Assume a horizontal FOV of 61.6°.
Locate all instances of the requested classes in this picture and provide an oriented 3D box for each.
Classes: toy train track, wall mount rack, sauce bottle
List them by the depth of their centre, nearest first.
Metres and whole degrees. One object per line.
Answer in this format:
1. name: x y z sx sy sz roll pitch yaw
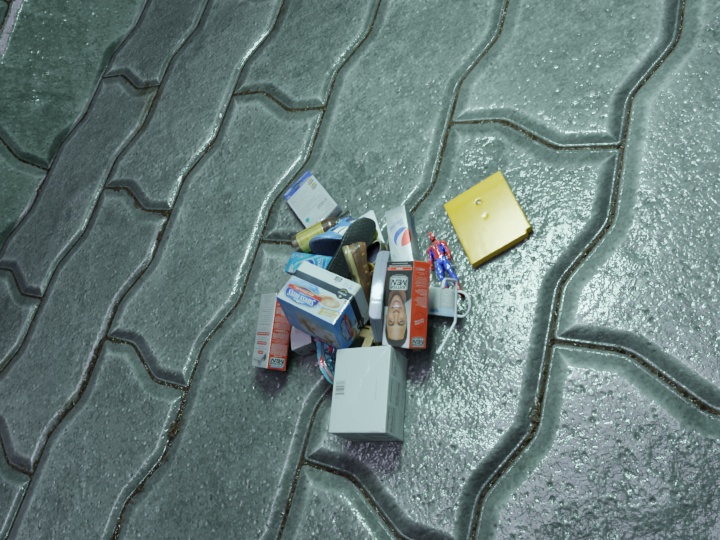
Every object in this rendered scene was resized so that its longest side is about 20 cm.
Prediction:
1. wall mount rack: 0.174 0.106 1.471 0.198 0.073 0.179 3 91 52
2. toy train track: 0.067 0.181 1.548 0.195 0.033 0.116 9 55 28
3. sauce bottle: -0.106 -0.113 1.759 0.196 0.065 0.066 -25 56 16

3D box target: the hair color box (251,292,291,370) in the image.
1. hair color box: -0.242 0.170 1.676 0.110 0.063 0.206 -7 73 57

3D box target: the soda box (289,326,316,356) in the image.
1. soda box: -0.158 0.130 1.691 0.067 0.064 0.204 -21 57 20

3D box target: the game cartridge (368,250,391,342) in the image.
1. game cartridge: 0.052 0.060 1.533 0.040 0.134 0.204 0 55 13

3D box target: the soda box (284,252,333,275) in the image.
1. soda box: -0.125 -0.002 1.707 0.197 0.067 0.066 7 69 47

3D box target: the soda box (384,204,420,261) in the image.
1. soda box: 0.116 -0.069 1.616 0.062 0.068 0.205 -19 58 22

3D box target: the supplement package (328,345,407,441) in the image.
1. supplement package: 0.021 0.301 1.467 0.152 0.111 0.205 -8 63 27

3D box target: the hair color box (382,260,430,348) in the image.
1. hair color box: 0.110 0.082 1.456 0.100 0.060 0.206 -2 84 51

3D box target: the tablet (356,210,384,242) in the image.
1. tablet: -0.029 -0.078 1.744 0.197 0.014 0.132 -30 55 17

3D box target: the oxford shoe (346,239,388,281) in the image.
1. oxford shoe: 0.000 0.000 1.643 0.070 0.074 0.203 31 86 20

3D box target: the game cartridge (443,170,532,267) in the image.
1. game cartridge: 0.324 -0.132 1.545 0.174 0.032 0.204 -30 57 16

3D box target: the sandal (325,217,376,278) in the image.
1. sandal: -0.033 -0.059 1.622 0.202 0.075 0.048 -54 19 -5

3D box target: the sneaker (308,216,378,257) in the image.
1. sneaker: -0.051 -0.097 1.693 0.194 0.075 0.083 -13 46 -5

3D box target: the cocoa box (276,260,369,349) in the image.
1. cocoa box: -0.095 0.092 1.563 0.197 0.135 0.132 22 60 29

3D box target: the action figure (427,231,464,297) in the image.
1. action figure: 0.210 -0.017 1.548 0.065 0.051 0.204 -31 53 21

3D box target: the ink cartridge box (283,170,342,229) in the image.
1. ink cartridge box: -0.150 -0.208 1.865 0.119 0.042 0.201 -44 55 7

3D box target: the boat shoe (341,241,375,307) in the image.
1. boat shoe: 0.013 0.015 1.568 0.066 0.203 0.072 -22 33 -2

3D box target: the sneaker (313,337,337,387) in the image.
1. sneaker: -0.067 0.209 1.588 0.094 0.079 0.204 -26 56 15
